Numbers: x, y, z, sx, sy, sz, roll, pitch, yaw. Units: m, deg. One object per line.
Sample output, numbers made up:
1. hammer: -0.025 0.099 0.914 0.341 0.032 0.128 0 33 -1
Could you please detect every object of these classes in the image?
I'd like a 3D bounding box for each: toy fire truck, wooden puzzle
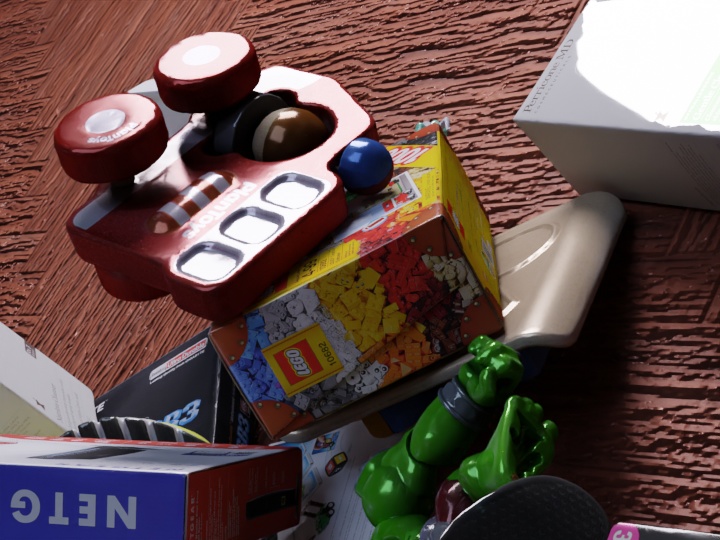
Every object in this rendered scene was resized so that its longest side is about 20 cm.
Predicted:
1. toy fire truck: -0.072 -0.052 0.986 0.167 0.113 0.200 21 47 37
2. wooden puzzle: 0.060 0.036 1.008 0.199 0.046 0.185 -21 19 29

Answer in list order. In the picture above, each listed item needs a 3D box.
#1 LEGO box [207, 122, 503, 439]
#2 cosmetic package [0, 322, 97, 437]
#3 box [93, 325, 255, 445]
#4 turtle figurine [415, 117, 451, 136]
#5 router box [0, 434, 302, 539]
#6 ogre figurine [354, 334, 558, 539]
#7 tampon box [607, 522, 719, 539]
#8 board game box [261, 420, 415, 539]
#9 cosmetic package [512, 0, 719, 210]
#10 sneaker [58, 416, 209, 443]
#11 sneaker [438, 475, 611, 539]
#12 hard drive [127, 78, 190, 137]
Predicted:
1. LEGO box: 0.000 0.000 0.996 0.148 0.077 0.200 -27 17 10
2. cosmetic package: -0.280 0.080 1.162 0.081 0.200 0.113 -44 29 6
3. box: -0.161 0.155 1.171 0.200 0.050 0.199 -31 35 24
4. turtle figurine: -0.019 -0.064 1.192 0.200 0.149 0.101 -164 75 -69
5. router box: -0.154 0.126 0.942 0.199 0.179 0.049 1 88 16
6. ogre figurine: 0.053 0.146 0.863 0.120 0.098 0.201 -29 78 35
7. tampon box: 0.177 0.198 0.627 0.200 0.126 0.150 -3 51 49
8. board game box: -0.027 0.180 0.988 0.126 0.035 0.201 -18 40 37
9. cosmetic package: 0.201 -0.100 0.997 0.200 0.085 0.108 11 64 54
10. sneaker: -0.178 0.143 1.089 0.199 0.090 0.079 -13 80 14
11. sneaker: 0.036 0.182 0.759 0.201 0.067 0.108 -43 -17 -40
12. hard drive: -0.082 -0.042 1.163 0.026 0.201 0.132 -36 23 -31
